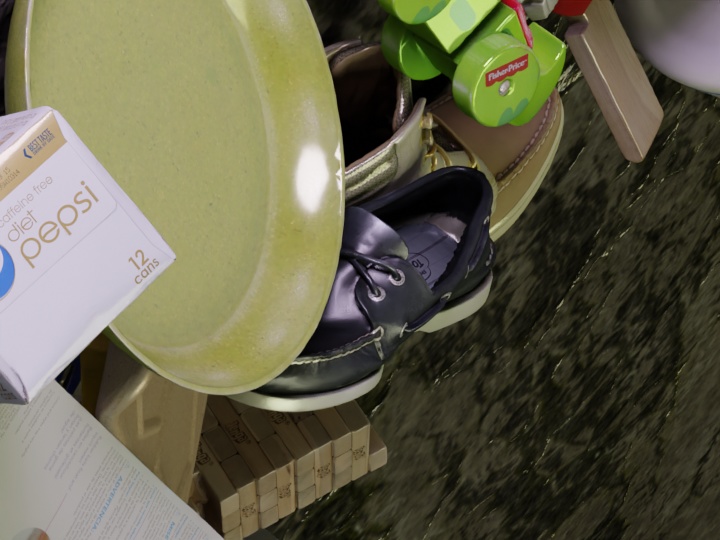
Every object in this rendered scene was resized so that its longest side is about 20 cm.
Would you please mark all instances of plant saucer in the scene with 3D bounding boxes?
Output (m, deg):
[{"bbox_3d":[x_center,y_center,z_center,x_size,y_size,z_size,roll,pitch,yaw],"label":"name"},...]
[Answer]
[{"bbox_3d":[-0.071,-0.052,1.001,0.200,0.031,0.200,20,65,-55],"label":"plant saucer"}]

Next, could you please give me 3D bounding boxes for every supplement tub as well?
[{"bbox_3d":[0.223,-0.152,1.469,0.132,0.132,0.200,-57,160,12],"label":"supplement tub"}]

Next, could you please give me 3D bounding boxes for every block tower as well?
[{"bbox_3d":[-0.086,0.104,1.266,0.200,0.054,0.058,-27,153,-16],"label":"block tower"}]

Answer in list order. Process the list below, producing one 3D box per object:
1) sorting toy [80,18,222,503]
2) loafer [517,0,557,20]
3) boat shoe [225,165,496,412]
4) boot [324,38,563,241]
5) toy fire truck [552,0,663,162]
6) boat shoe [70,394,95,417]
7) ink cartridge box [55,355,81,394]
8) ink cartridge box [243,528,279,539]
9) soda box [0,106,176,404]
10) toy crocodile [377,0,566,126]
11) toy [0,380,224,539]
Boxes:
[{"bbox_3d":[-0.083,0.014,1.122,0.200,0.036,0.185,91,7,-61],"label":"sorting toy"},{"bbox_3d":[0.052,-0.181,1.163,0.200,0.070,0.070,70,27,-63],"label":"loafer"},{"bbox_3d":[0.002,0.001,1.163,0.199,0.074,0.066,-22,136,-50],"label":"boat shoe"},{"bbox_3d":[0.023,-0.061,1.275,0.200,0.072,0.155,-40,155,-20],"label":"boot"},{"bbox_3d":[0.152,-0.170,1.325,0.176,0.129,0.200,-38,167,-35],"label":"toy fire truck"},{"bbox_3d":[-0.175,0.102,1.045,0.201,0.063,0.073,-42,142,-43],"label":"boat shoe"},{"bbox_3d":[-0.183,0.057,1.071,0.200,0.042,0.119,-14,137,-56],"label":"ink cartridge box"},{"bbox_3d":[-0.076,0.200,1.305,0.146,0.200,0.084,-38,155,-35],"label":"ink cartridge box"},{"bbox_3d":[-0.138,-0.002,0.880,0.068,0.064,0.200,-45,-162,-21],"label":"soda box"},{"bbox_3d":[0.031,-0.122,1.145,0.062,0.067,0.200,-48,138,-6],"label":"toy crocodile"},{"bbox_3d":[-0.126,0.113,1.024,0.115,0.047,0.200,-58,146,-15],"label":"toy"}]
